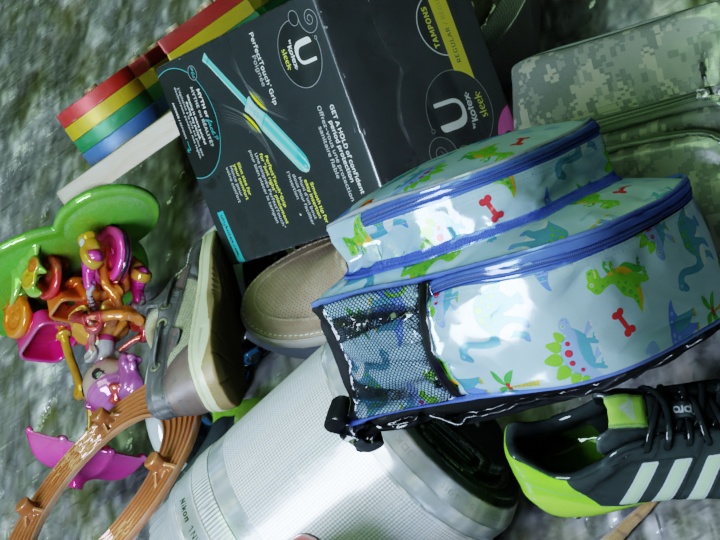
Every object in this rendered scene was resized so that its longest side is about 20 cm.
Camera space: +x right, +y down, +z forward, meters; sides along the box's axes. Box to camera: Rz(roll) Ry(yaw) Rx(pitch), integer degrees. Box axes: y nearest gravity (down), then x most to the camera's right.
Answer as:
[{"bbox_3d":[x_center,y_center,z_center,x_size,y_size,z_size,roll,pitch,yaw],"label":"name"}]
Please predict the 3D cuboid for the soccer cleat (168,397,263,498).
[{"bbox_3d":[-0.104,0.180,1.435,0.081,0.068,0.201,0,57,35],"label":"soccer cleat"}]

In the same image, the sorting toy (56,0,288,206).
[{"bbox_3d":[-0.134,-0.153,1.597,0.200,0.070,0.199,-31,9,29],"label":"sorting toy"}]

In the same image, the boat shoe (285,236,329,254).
[{"bbox_3d":[-0.025,-0.099,1.537,0.068,0.072,0.201,-24,50,34],"label":"boat shoe"}]

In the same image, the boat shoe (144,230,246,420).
[{"bbox_3d":[-0.116,0.034,1.403,0.064,0.074,0.200,-17,23,6],"label":"boat shoe"}]

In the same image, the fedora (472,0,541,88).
[{"bbox_3d":[0.070,-0.192,1.489,0.177,0.090,0.200,-50,47,10],"label":"fedora"}]

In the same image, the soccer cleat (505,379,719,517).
[{"bbox_3d":[0.178,0.094,1.176,0.199,0.081,0.068,-17,53,21],"label":"soccer cleat"}]

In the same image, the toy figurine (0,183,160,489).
[{"bbox_3d":[-0.199,0.066,1.561,0.200,0.150,0.185,-45,51,36],"label":"toy figurine"}]

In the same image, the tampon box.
[{"bbox_3d":[-0.014,-0.105,1.379,0.200,0.126,0.151,-16,96,55],"label":"tampon box"}]

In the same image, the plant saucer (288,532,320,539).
[{"bbox_3d":[-0.039,0.260,1.242,0.199,0.200,0.037,-35,18,23],"label":"plant saucer"}]

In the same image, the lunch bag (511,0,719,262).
[{"bbox_3d":[0.194,-0.055,1.252,0.199,0.139,0.169,-11,74,41],"label":"lunch bag"}]

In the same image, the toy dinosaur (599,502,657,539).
[{"bbox_3d":[0.119,0.221,1.210,0.106,0.061,0.201,6,60,5],"label":"toy dinosaur"}]

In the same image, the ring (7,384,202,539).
[{"bbox_3d":[-0.182,0.147,1.404,0.200,0.019,0.201,-39,24,21],"label":"ring"}]

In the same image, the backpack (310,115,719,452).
[{"bbox_3d":[0.089,0.000,1.143,0.199,0.183,0.148,-9,102,43],"label":"backpack"}]

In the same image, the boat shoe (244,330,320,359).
[{"bbox_3d":[0.009,0.014,1.440,0.199,0.074,0.066,-10,55,28],"label":"boat shoe"}]

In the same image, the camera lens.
[{"bbox_3d":[-0.013,0.144,1.298,0.200,0.160,0.160,-42,42,16],"label":"camera lens"}]

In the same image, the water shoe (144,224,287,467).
[{"bbox_3d":[-0.099,0.050,1.515,0.079,0.071,0.201,-4,64,38],"label":"water shoe"}]

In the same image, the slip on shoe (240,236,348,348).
[{"bbox_3d":[0.000,0.000,1.364,0.199,0.061,0.076,-10,59,30],"label":"slip on shoe"}]
